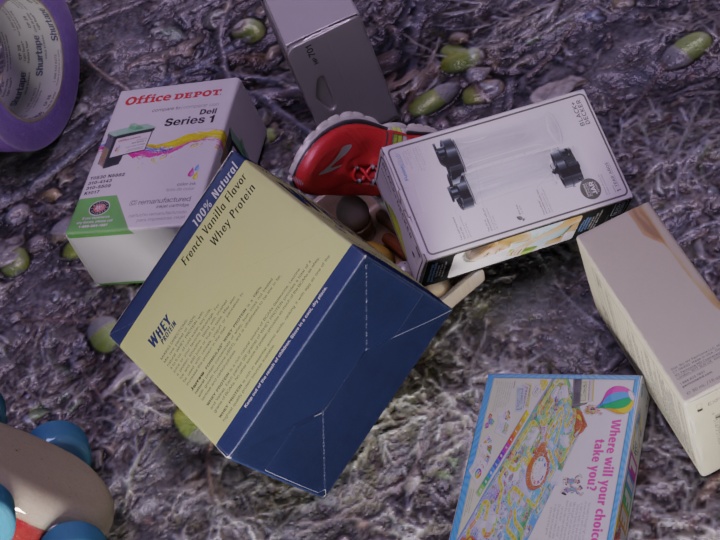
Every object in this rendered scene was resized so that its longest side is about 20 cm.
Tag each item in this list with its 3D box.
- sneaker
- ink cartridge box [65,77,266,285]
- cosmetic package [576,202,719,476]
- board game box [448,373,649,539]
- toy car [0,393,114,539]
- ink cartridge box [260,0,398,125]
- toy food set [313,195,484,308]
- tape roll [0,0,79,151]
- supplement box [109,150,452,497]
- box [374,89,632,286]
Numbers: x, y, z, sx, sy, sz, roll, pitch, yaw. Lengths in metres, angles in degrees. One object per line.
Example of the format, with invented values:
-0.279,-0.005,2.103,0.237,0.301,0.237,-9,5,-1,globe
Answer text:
0.025,-0.095,1.524,0.199,0.078,0.085,-7,38,-38,sneaker
-0.191,-0.091,1.667,0.143,0.084,0.201,-4,49,21,ink cartridge box
0.252,0.052,1.330,0.071,0.106,0.201,-25,47,-1,cosmetic package
0.148,0.173,1.317,0.133,0.034,0.201,-1,51,24,board game box
-0.329,0.236,1.427,0.201,0.176,0.185,-52,29,15,toy car
-0.045,-0.246,1.693,0.085,0.147,0.201,-25,46,-1,ink cartridge box
0.000,0.000,1.518,0.143,0.061,0.200,-40,46,-12,toy food set
-0.394,-0.229,1.799,0.084,0.201,0.201,1,51,26,tape roll
-0.071,0.044,1.417,0.199,0.134,0.201,38,94,42,supplement box
0.124,-0.073,1.463,0.198,0.060,0.118,-18,70,-13,box
